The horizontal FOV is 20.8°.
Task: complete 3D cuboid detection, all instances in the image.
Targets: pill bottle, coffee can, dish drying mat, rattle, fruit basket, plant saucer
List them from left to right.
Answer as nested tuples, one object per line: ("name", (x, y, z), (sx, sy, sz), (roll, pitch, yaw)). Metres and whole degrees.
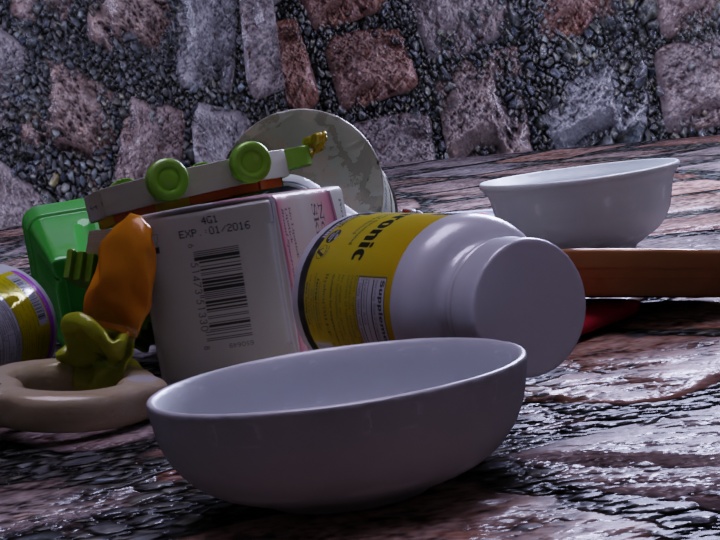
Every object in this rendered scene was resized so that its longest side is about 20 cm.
("pill bottle", (-0.308, 0.057, 1.470), (0.104, 0.105, 0.200), (-6, 6, 13))
("rattle", (-0.229, 0.049, 1.320), (0.199, 0.143, 0.130), (-1, 27, -28))
("fruit basket", (-0.209, -0.007, 1.844), (0.215, 0.156, 0.216), (-5, 23, 2))
("coffee can", (-0.044, -0.060, 1.788), (0.146, 0.147, 0.200), (-7, -6, 4))
("pill bottle", (0.049, 0.019, 1.216), (0.111, 0.112, 0.200), (-11, 7, -30))
("dish drying mat", (0.124, 0.046, 1.453), (0.077, 0.018, 0.200), (-1, 9, 42))
("plant saucer", (0.209, 0.003, 1.537), (0.199, 0.038, 0.200), (0, 0, 0))

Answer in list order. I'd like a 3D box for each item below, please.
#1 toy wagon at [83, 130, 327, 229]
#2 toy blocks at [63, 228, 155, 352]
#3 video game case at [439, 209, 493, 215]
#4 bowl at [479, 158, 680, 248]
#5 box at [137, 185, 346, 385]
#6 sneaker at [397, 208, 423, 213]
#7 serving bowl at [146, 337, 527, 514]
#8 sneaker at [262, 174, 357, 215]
("toy wagon", (-0.117, -0.073, 1.565), (0.199, 0.040, 0.155), (-13, 1, -20))
("toy blocks", (-0.133, 0.010, 1.638), (0.136, 0.100, 0.200), (-5, -22, 28))
("video game case", (0.098, -0.053, 2.400), (0.182, 0.023, 0.200), (-4, 7, 34))
("bowl", (0.221, -0.054, 1.932), (0.200, 0.091, 0.201), (-8, 6, 1))
("box", (-0.077, 0.008, 1.469), (0.109, 0.128, 0.200), (-9, 3, 14))
("sneaker", (0.063, -0.021, 1.910), (0.082, 0.077, 0.200), (11, 7, -27))
("serving bowl", (-0.009, 0.085, 1.022), (0.199, 0.066, 0.200), (-7, 6, 1))
("sneaker", (0.000, 0.000, 1.621), (0.199, 0.079, 0.080), (25, 41, -7))
